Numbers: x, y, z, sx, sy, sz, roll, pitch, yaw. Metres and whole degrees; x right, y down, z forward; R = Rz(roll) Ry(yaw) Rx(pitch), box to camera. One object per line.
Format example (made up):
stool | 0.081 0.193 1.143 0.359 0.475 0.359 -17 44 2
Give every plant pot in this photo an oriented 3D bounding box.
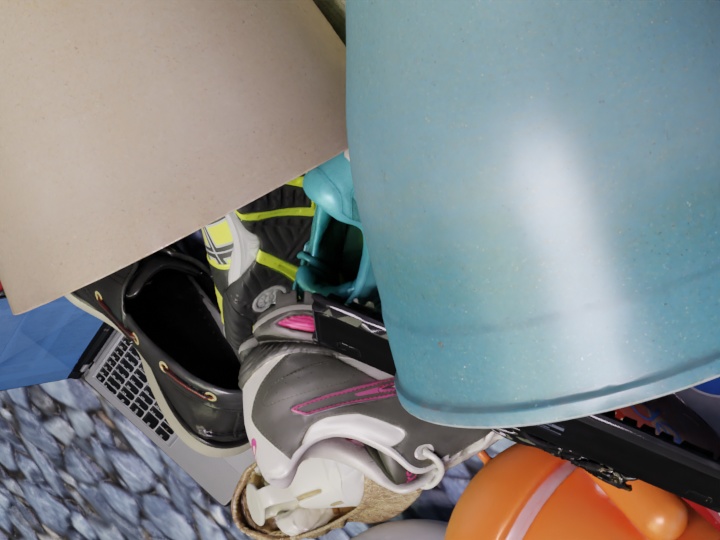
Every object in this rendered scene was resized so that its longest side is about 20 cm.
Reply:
plant pot | 0.079 -0.067 0.960 0.200 0.200 0.188 0 114 53
plant pot | -0.114 -0.111 1.108 0.187 0.187 0.200 -19 100 59

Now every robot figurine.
robot figurine | 0.124 0.152 1.252 0.200 0.117 0.144 28 170 27

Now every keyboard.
keyboard | 0.073 0.058 1.101 0.200 0.021 0.127 24 168 5

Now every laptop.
laptop | -0.159 0.084 1.526 0.200 0.116 0.187 43 152 0

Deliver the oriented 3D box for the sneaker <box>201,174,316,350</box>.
sneaker | -0.050 -0.036 1.302 0.076 0.075 0.200 54 156 31

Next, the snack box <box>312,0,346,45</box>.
snack box | 0.010 -0.129 1.118 0.200 0.037 0.116 46 153 -1

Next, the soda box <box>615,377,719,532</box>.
soda box | 0.168 0.068 1.136 0.200 0.063 0.070 43 153 7

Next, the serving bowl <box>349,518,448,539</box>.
serving bowl | 0.072 0.208 1.438 0.200 0.066 0.200 31 150 20

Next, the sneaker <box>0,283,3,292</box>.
sneaker | -0.202 -0.071 1.393 0.115 0.078 0.200 10 117 42

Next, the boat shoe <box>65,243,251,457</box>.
boat shoe | -0.113 0.009 1.411 0.201 0.074 0.063 51 145 24

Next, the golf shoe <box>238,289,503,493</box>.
golf shoe | 0.042 0.065 1.193 0.200 0.088 0.077 2 152 -7

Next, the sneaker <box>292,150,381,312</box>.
sneaker | 0.000 0.000 1.246 0.078 0.080 0.200 45 154 31

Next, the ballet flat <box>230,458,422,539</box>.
ballet flat | -0.020 0.119 1.438 0.071 0.065 0.200 68 152 12
